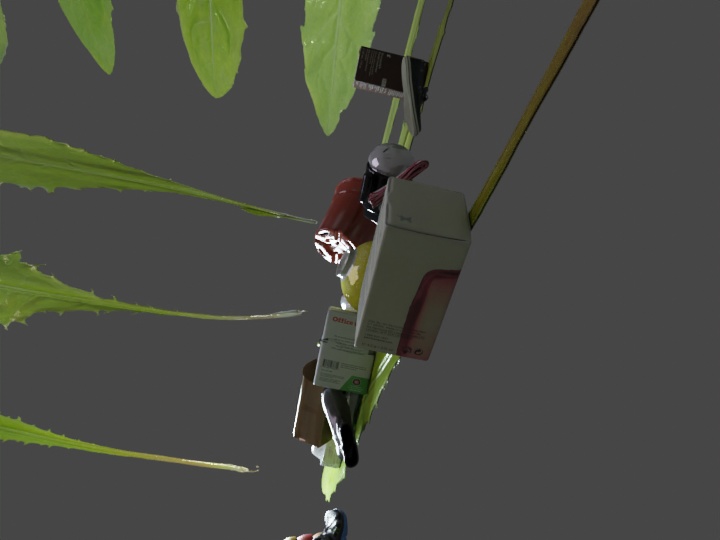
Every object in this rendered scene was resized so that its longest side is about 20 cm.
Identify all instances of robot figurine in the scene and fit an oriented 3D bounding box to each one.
[{"bbox_3d":[0.064,-0.216,1.381,0.151,0.123,0.202,-83,5,-57],"label":"robot figurine"}]

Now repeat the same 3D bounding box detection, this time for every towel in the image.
[{"bbox_3d":[0.078,-0.192,1.194,0.143,0.023,0.200,-36,9,8],"label":"towel"}]

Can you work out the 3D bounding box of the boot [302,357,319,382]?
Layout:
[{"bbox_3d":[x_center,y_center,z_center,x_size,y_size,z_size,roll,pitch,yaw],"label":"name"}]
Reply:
[{"bbox_3d":[-0.072,0.267,1.599,0.155,0.197,0.075,176,83,-82],"label":"boot"}]

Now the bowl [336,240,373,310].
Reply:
[{"bbox_3d":[0.000,0.000,1.451,0.201,0.107,0.201,-57,17,27],"label":"bowl"}]

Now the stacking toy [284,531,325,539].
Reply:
[{"bbox_3d":[-0.169,0.750,1.464,0.146,0.197,0.148,-168,90,-87],"label":"stacking toy"}]

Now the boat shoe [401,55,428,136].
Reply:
[{"bbox_3d":[0.142,-0.443,1.407,0.075,0.061,0.203,160,107,-81],"label":"boat shoe"}]

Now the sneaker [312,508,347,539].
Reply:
[{"bbox_3d":[-0.074,0.617,1.273,0.200,0.081,0.072,-90,12,-76],"label":"sneaker"}]

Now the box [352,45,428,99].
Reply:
[{"bbox_3d":[0.084,-0.553,1.573,0.075,0.197,0.102,-159,81,-84],"label":"box"}]

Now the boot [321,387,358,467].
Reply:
[{"bbox_3d":[-0.043,0.387,1.401,0.132,0.069,0.203,117,134,-74],"label":"boot"}]

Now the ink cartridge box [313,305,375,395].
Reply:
[{"bbox_3d":[-0.034,0.208,1.467,0.084,0.144,0.203,-106,28,-86],"label":"ink cartridge box"}]

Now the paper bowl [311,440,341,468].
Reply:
[{"bbox_3d":[-0.104,0.557,1.880,0.201,0.103,0.204,-168,90,-88],"label":"paper bowl"}]

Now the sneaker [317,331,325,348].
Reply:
[{"bbox_3d":[-0.052,0.187,1.612,0.083,0.199,0.072,-43,65,30],"label":"sneaker"}]

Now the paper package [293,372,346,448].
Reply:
[{"bbox_3d":[-0.095,0.390,1.650,0.190,0.102,0.203,-10,-66,-58],"label":"paper package"}]

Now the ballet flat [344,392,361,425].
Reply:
[{"bbox_3d":[-0.037,0.396,1.584,0.067,0.063,0.203,-113,34,-80],"label":"ballet flat"}]

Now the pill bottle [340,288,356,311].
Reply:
[{"bbox_3d":[0.003,0.062,1.615,0.114,0.111,0.202,106,174,-52],"label":"pill bottle"}]

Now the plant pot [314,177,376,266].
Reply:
[{"bbox_3d":[-0.028,-0.129,1.607,0.196,0.199,0.202,-59,-9,-35],"label":"plant pot"}]

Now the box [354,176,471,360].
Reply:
[{"bbox_3d":[0.065,0.000,0.745,0.129,0.107,0.202,-82,5,-54],"label":"box"}]
